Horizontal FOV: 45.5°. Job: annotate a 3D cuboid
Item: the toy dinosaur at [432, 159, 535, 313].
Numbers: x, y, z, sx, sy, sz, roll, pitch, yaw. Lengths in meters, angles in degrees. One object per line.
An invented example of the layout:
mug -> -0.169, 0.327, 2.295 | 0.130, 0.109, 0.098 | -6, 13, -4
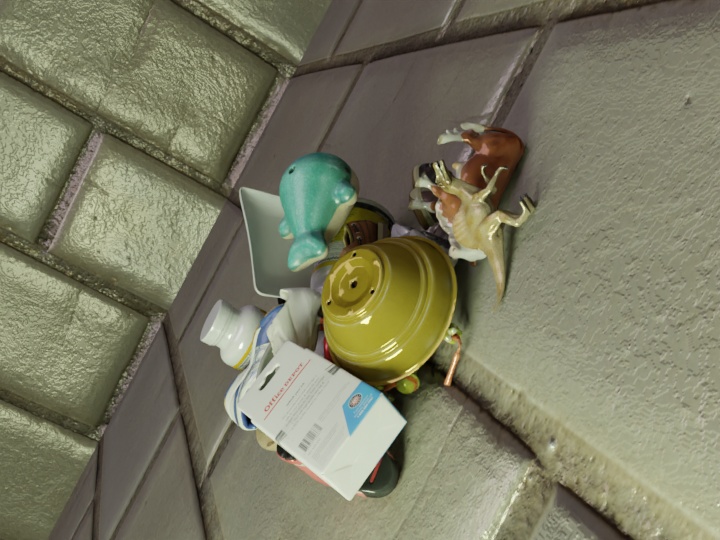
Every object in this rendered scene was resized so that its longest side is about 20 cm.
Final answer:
toy dinosaur -> 0.157, -0.055, 1.021 | 0.101, 0.058, 0.202 | -33, 67, 23

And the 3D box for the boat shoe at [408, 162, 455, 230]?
boat shoe -> 0.112, -0.113, 1.238 | 0.064, 0.074, 0.201 | -21, 21, 14

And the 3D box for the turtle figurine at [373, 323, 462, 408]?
turtle figurine -> 0.052, 0.104, 1.083 | 0.200, 0.064, 0.162 | -49, 22, 34

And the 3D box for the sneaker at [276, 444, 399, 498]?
sneaker -> -0.015, 0.241, 1.076 | 0.199, 0.087, 0.074 | 10, 60, 46

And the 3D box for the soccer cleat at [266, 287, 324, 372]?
soccer cleat -> -0.097, 0.111, 1.178 | 0.070, 0.076, 0.202 | 95, -174, -54

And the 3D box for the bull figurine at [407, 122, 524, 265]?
bull figurine -> 0.136, -0.103, 1.102 | 0.202, 0.120, 0.065 | -61, -10, -20

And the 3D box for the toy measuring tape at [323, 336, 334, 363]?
toy measuring tape -> -0.020, 0.074, 1.160 | 0.074, 0.073, 0.202 | -45, 39, 40

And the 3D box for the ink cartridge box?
ink cartridge box -> -0.052, 0.175, 1.045 | 0.116, 0.067, 0.199 | -51, 39, -12

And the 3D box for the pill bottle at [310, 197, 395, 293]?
pill bottle -> -0.015, -0.004, 1.336 | 0.114, 0.113, 0.202 | -39, 30, 49

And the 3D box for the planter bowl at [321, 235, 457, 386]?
planter bowl -> 0.013, 0.031, 1.046 | 0.198, 0.083, 0.203 | -20, 55, 31

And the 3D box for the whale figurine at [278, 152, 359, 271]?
whale figurine -> -0.077, -0.096, 1.299 | 0.158, 0.104, 0.202 | -24, 37, 35

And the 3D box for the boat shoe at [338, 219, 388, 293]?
boat shoe -> 0.000, 0.000, 1.204 | 0.201, 0.067, 0.073 | -87, 8, -57

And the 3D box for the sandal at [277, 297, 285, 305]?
sandal -> -0.112, 0.075, 1.473 | 0.202, 0.074, 0.048 | 102, 154, -52

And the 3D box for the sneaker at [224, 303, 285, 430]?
sneaker -> -0.135, 0.151, 1.308 | 0.202, 0.075, 0.088 | -65, 29, 6

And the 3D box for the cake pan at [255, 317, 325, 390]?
cake pan -> -0.054, 0.146, 1.207 | 0.198, 0.037, 0.203 | -15, 53, 20

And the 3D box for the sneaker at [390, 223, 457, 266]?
sneaker -> 0.079, -0.003, 1.174 | 0.200, 0.077, 0.101 | -146, 76, -79

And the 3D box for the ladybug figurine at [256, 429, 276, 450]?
ladybug figurine -> -0.096, 0.214, 1.311 | 0.200, 0.071, 0.137 | -34, 32, 54

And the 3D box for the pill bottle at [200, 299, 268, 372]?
pill bottle -> -0.158, 0.124, 1.403 | 0.105, 0.198, 0.105 | -51, 21, 28

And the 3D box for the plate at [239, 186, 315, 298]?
plate -> -0.106, -0.028, 1.392 | 0.032, 0.198, 0.202 | -40, 51, 38
